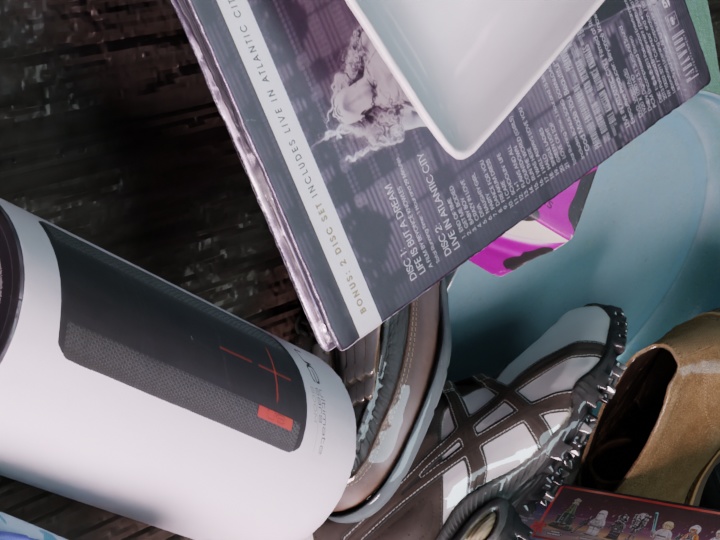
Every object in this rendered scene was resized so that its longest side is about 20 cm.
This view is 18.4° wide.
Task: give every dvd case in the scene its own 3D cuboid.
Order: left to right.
[{"bbox_3d":[0.034,-0.086,0.792,0.200,0.016,0.149,-36,115,-28],"label":"dvd case"}]

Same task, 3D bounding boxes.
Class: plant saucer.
[{"bbox_3d":[0.100,0.001,1.000,0.200,0.027,0.201,-26,137,-27],"label":"plant saucer"}]

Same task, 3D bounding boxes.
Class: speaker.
[{"bbox_3d":[-0.082,0.039,0.737,0.200,0.081,0.082,31,69,-55],"label":"speaker"}]

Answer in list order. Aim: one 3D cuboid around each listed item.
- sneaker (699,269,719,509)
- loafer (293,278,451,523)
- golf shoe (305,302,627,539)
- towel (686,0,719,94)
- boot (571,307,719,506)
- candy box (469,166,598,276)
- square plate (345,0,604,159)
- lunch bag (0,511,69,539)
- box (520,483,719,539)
[{"bbox_3d":[0.196,0.035,1.078,0.075,0.079,0.201,1,88,-19],"label":"sneaker"},{"bbox_3d":[0.000,0.000,0.889,0.063,0.072,0.201,34,57,-31],"label":"loafer"},{"bbox_3d":[0.043,0.069,0.924,0.200,0.094,0.078,-52,167,-41],"label":"golf shoe"},{"bbox_3d":[0.107,-0.124,1.023,0.199,0.023,0.153,-1,79,-51],"label":"towel"},{"bbox_3d":[0.117,0.104,1.026,0.075,0.074,0.201,-12,134,-44],"label":"boot"},{"bbox_3d":[0.046,-0.119,0.878,0.136,0.061,0.201,30,64,-17],"label":"candy box"},{"bbox_3d":[0.034,-0.176,0.756,0.200,0.028,0.198,-49,117,-22],"label":"square plate"},{"bbox_3d":[-0.142,0.146,0.658,0.200,0.082,0.162,36,67,-53],"label":"lunch bag"},{"bbox_3d":[0.132,0.160,0.981,0.040,0.199,0.137,-52,135,-37],"label":"box"}]
